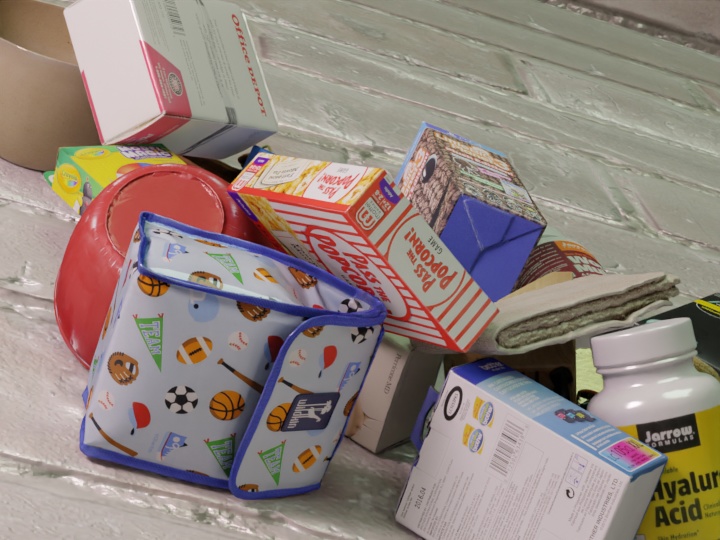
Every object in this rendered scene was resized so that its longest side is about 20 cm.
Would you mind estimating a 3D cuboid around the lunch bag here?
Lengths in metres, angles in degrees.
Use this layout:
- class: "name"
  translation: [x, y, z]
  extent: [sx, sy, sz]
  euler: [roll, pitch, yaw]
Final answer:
- class: "lunch bag"
  translation: [-0.095, 0.073, 1.449]
  extent: [0.198, 0.171, 0.124]
  euler: [17, 24, -13]

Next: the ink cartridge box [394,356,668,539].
- class: "ink cartridge box"
  translation: [0.115, 0.158, 1.469]
  extent: [0.199, 0.137, 0.076]
  euler: [29, 20, 25]

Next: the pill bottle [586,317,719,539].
- class: "pill bottle"
  translation: [0.237, 0.143, 1.500]
  extent: [0.110, 0.202, 0.111]
  euler: [-12, 0, 0]

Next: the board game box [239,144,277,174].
- class: "board game box"
  translation: [-0.027, -0.062, 1.857]
  extent: [0.151, 0.045, 0.200]
  euler: [25, 3, -17]

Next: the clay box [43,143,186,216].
- class: "clay box"
  translation: [-0.196, -0.065, 1.745]
  extent: [0.114, 0.048, 0.200]
  euler: [-5, 31, -38]

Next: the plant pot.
- class: "plant pot"
  translation: [-0.322, -0.181, 1.959]
  extent: [0.199, 0.135, 0.201]
  euler: [18, 20, -7]

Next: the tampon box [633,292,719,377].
- class: "tampon box"
  translation: [0.334, 0.119, 1.792]
  extent: [0.149, 0.127, 0.200]
  euler: [29, 21, 25]

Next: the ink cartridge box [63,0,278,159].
- class: "ink cartridge box"
  translation: [-0.181, -0.192, 1.872]
  extent: [0.200, 0.082, 0.148]
  euler: [3, 66, -60]

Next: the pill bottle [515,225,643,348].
- class: "pill bottle"
  translation: [0.202, 0.033, 1.922]
  extent: [0.109, 0.110, 0.200]
  euler: [12, 21, -20]

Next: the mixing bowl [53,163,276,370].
- class: "mixing bowl"
  translation: [-0.154, -0.012, 1.558]
  extent: [0.198, 0.109, 0.202]
  euler: [1, 57, -2]

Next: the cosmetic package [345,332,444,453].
- class: "cosmetic package"
  translation: [-0.032, 0.060, 1.644]
  extent: [0.199, 0.104, 0.073]
  euler: [28, 23, 27]

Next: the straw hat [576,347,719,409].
- class: "straw hat"
  translation: [0.219, 0.148, 1.658]
  extent: [0.199, 0.086, 0.202]
  euler: [-5, 31, 3]

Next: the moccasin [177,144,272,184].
- class: "moccasin"
  translation: [-0.121, -0.091, 1.991]
  extent: [0.200, 0.078, 0.074]
  euler: [17, 20, -7]

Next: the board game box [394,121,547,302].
- class: "board game box"
  translation: [0.087, -0.030, 1.893]
  extent: [0.096, 0.160, 0.200]
  euler: [20, 18, -17]

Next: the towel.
- class: "towel"
  translation: [0.151, 0.037, 1.553]
  extent: [0.199, 0.035, 0.132]
  euler: [-14, 4, -30]

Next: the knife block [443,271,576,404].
- class: "knife block"
  translation: [0.159, 0.090, 1.619]
  extent: [0.199, 0.064, 0.175]
  euler: [-26, 36, -31]

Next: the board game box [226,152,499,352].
- class: "board game box"
  translation: [-0.001, -0.017, 1.472]
  extent: [0.152, 0.046, 0.200]
  euler: [49, -18, -24]
